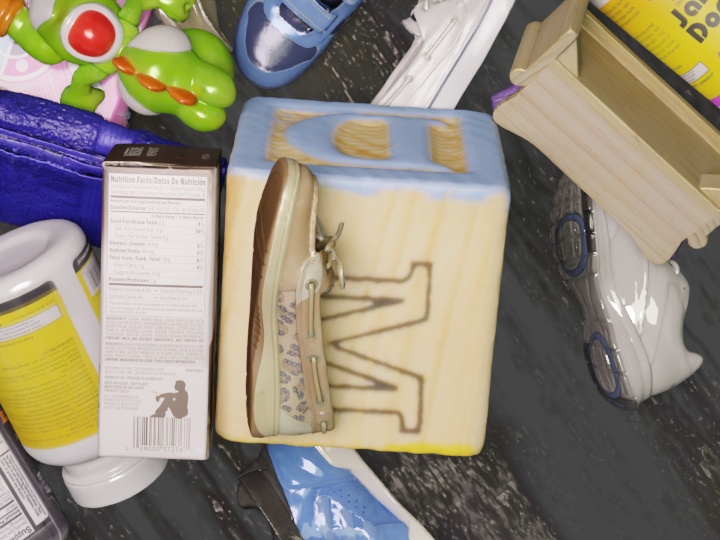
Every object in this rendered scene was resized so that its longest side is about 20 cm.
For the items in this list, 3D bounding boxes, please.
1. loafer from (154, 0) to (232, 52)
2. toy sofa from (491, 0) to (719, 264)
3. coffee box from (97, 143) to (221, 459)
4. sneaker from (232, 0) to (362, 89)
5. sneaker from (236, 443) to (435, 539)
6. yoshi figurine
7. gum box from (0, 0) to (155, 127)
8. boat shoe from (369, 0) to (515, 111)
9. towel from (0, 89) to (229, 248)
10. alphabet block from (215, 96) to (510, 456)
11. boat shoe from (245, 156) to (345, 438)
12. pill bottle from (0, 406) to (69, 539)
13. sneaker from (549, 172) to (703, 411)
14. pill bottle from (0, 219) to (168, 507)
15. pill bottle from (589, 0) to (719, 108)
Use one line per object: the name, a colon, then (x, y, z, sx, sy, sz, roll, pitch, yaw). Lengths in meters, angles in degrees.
loafer: (-0.137, -0.247, 1.486, 0.068, 0.076, 0.202, -23, 94, 5)
toy sofa: (0.197, -0.107, 1.479, 0.200, 0.083, 0.098, 40, 125, -12)
coffee box: (-0.138, 0.018, 1.368, 0.079, 0.113, 0.202, 2, 99, -2)
sneaker: (-0.025, -0.223, 1.491, 0.074, 0.082, 0.200, 39, 92, -7)
sneaker: (-0.012, 0.212, 1.521, 0.111, 0.077, 0.200, -41, 91, -6)
yoshi figurine: (-0.171, -0.166, 1.428, 0.199, 0.113, 0.112, 33, 56, 7)
gum box: (-0.256, -0.171, 1.489, 0.198, 0.066, 0.114, 20, 92, -4)
boat shoe: (0.063, -0.179, 1.503, 0.065, 0.074, 0.201, 29, 91, -9)
towel: (-0.203, -0.058, 1.465, 0.198, 0.148, 0.050, 18, 55, -3)
alphabet block: (0.000, 0.000, 1.428, 0.194, 0.196, 0.202, 4, 110, 0)
boat shoe: (-0.040, 0.019, 1.301, 0.062, 0.074, 0.202, 2, 121, -7)
pill bottle: (-0.289, 0.175, 1.492, 0.106, 0.106, 0.201, -30, 95, -1)
sneaker: (0.205, 0.003, 1.534, 0.086, 0.074, 0.202, -17, 97, -19)
pill bottle: (-0.218, 0.072, 1.472, 0.111, 0.112, 0.201, -23, 113, -1)
pill bottle: (0.240, -0.216, 1.494, 0.199, 0.104, 0.105, 38, 91, -5)
